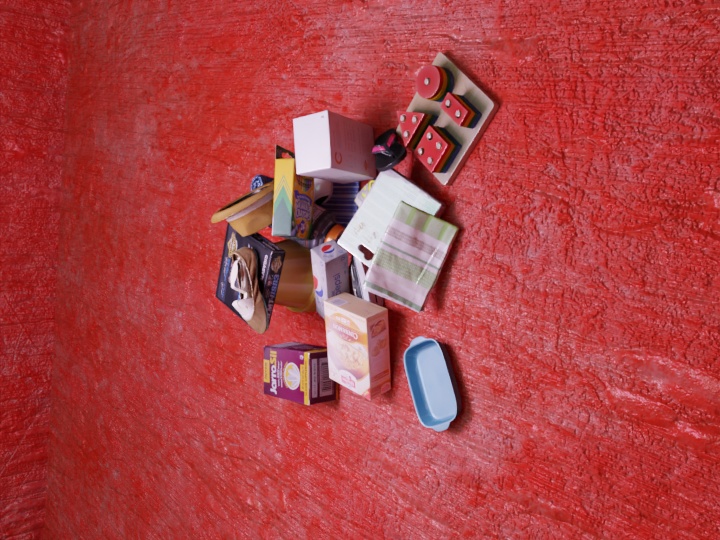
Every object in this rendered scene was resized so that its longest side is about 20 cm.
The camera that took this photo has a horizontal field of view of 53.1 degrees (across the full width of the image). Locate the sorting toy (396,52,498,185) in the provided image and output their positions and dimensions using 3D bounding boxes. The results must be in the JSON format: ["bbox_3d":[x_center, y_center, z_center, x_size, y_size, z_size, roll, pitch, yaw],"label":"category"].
[{"bbox_3d":[0.160,-0.320,1.506,0.200,0.069,0.202,54,128,33],"label":"sorting toy"}]

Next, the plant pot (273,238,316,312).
[{"bbox_3d":[-0.188,0.008,1.813,0.199,0.186,0.206,3,94,47],"label":"plant pot"}]

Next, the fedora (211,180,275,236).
[{"bbox_3d":[-0.249,-0.135,1.665,0.199,0.200,0.083,-12,110,47],"label":"fedora"}]

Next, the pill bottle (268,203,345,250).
[{"bbox_3d":[-0.129,-0.112,1.752,0.198,0.106,0.108,29,114,19],"label":"pill bottle"}]

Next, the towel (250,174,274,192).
[{"bbox_3d":[-0.231,-0.183,1.851,0.047,0.200,0.114,-2,90,16],"label":"towel"}]

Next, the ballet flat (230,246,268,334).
[{"bbox_3d":[-0.260,0.046,1.636,0.067,0.072,0.205,-13,83,43],"label":"ballet flat"}]

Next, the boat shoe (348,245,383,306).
[{"bbox_3d":[0.000,0.000,1.688,0.070,0.071,0.205,-11,85,43],"label":"boat shoe"}]

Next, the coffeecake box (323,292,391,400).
[{"bbox_3d":[-0.007,0.173,1.667,0.152,0.072,0.204,19,120,46],"label":"coffeecake box"}]

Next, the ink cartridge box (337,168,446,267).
[{"bbox_3d":[0.067,-0.101,1.559,0.162,0.057,0.202,36,104,19],"label":"ink cartridge box"}]

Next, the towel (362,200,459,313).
[{"bbox_3d":[0.105,-0.025,1.504,0.031,0.147,0.203,-115,48,-74],"label":"towel"}]

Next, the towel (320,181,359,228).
[{"bbox_3d":[-0.056,-0.191,1.782,0.143,0.024,0.205,7,96,47],"label":"towel"}]

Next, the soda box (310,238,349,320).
[{"bbox_3d":[-0.069,0.029,1.710,0.063,0.067,0.203,42,148,39],"label":"soda box"}]

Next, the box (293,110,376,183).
[{"bbox_3d":[-0.055,-0.275,1.637,0.096,0.199,0.127,-6,86,31],"label":"box"}]

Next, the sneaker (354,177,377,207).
[{"bbox_3d":[0.063,-0.133,1.616,0.200,0.075,0.077,46,113,30],"label":"sneaker"}]

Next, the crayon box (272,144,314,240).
[{"bbox_3d":[-0.151,-0.175,1.639,0.050,0.125,0.205,1,88,18],"label":"crayon box"}]

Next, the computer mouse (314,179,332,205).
[{"bbox_3d":[-0.132,-0.189,1.824,0.199,0.043,0.112,-33,60,54],"label":"computer mouse"}]

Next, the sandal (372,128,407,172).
[{"bbox_3d":[0.054,-0.272,1.566,0.074,0.045,0.201,-30,29,11],"label":"sandal"}]

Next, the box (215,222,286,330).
[{"bbox_3d":[-0.269,0.010,1.731,0.197,0.049,0.204,33,116,43],"label":"box"}]

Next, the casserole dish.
[{"bbox_3d":[0.159,0.240,1.545,0.120,0.038,0.204,-30,68,44],"label":"casserole dish"}]

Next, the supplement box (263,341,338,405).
[{"bbox_3d":[-0.154,0.260,1.844,0.198,0.102,0.134,0,91,48],"label":"supplement box"}]
